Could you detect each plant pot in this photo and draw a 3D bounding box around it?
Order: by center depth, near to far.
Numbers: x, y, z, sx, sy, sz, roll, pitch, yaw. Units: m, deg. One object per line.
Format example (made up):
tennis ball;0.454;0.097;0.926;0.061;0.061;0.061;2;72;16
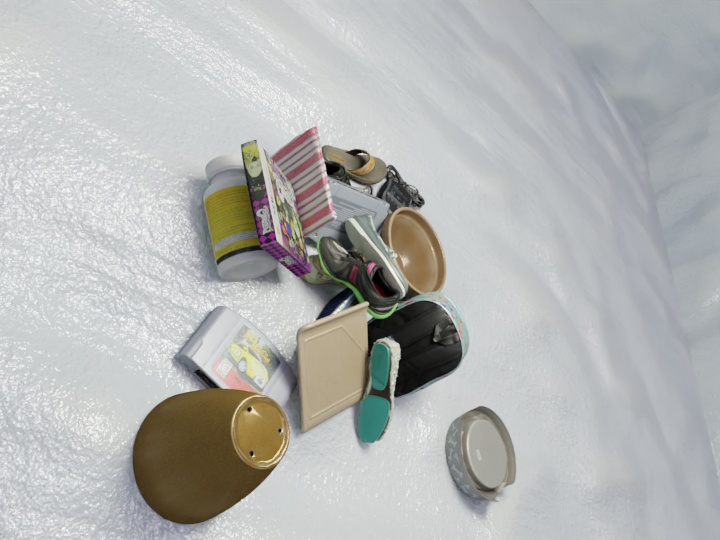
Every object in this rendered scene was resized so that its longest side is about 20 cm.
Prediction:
plant pot;-0.190;0.241;0.819;0.184;0.198;0.191;24;53;-35
plant pot;0.097;-0.028;1.297;0.199;0.092;0.206;26;53;-39

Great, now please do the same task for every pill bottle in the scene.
pill bottle;-0.216;-0.095;1.033;0.110;0.110;0.205;-2;71;-45

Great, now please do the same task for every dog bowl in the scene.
dog bowl;0.266;0.409;1.302;0.197;0.058;0.205;23;54;-35

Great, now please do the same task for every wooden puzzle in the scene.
wooden puzzle;-0.050;0.170;1.064;0.183;0.037;0.206;-17;113;-48

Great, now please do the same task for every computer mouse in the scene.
computer mouse;0.084;-0.164;1.427;0.138;0.052;0.201;45;33;-12

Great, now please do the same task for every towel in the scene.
towel;-0.116;-0.161;1.146;0.030;0.145;0.205;7;64;-50

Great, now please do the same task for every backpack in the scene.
backpack;0.121;0.141;1.189;0.181;0.198;0.150;62;27;3

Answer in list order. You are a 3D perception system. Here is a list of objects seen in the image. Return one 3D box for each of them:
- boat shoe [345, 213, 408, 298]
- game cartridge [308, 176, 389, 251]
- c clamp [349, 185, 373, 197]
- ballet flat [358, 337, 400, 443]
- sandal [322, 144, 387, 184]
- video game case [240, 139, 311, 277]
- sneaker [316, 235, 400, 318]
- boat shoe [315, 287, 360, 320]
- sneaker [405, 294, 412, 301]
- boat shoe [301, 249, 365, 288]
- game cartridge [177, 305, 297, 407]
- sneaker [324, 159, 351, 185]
boat shoe;0.044;-0.035;1.167;0.061;0.073;0.201;-24;63;-25
game cartridge;-0.037;-0.108;1.215;0.197;0.136;0.040;17;14;-43
c clamp;-0.039;-0.148;1.226;0.197;0.027;0.174;9;108;-42
ballet flat;0.045;0.229;1.117;0.071;0.071;0.205;6;97;-43
sandal;-0.007;-0.258;1.370;0.197;0.054;0.084;13;57;-37
video game case;-0.144;-0.101;1.023;0.200;0.035;0.186;53;22;-71
sneaker;0.000;0.000;1.119;0.199;0.084;0.077;42;37;-5
boat shoe;-0.045;0.108;1.142;0.073;0.072;0.201;53;52;-16
sneaker;0.169;0.080;1.322;0.078;0.130;0.205;17;57;-37
boat shoe;-0.034;-0.005;1.207;0.197;0.062;0.075;-4;76;-46
game cartridge;-0.196;0.161;0.979;0.201;0.041;0.134;48;39;-16
sneaker;-0.053;-0.179;1.260;0.198;0.090;0.077;33;43;-31
